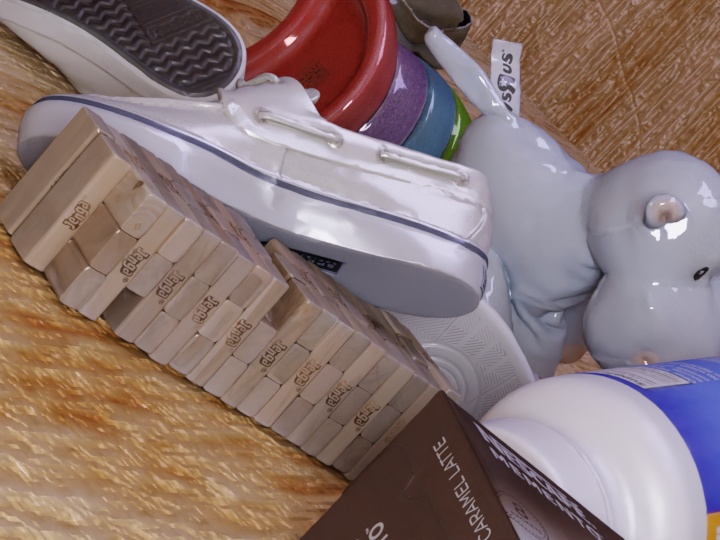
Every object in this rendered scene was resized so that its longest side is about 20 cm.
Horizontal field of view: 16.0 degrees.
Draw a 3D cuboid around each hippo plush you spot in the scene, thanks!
[{"bbox_3d":[0.131,-0.015,1.318,0.160,0.201,0.159,7,3,33],"label":"hippo plush"}]

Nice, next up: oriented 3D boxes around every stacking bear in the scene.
[{"bbox_3d":[0.022,-0.053,1.427,0.200,0.121,0.114,46,4,-38],"label":"stacking bear"}]

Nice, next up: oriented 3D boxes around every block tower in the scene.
[{"bbox_3d":[-0.047,0.016,0.986,0.200,0.058,0.054,33,14,-42],"label":"block tower"}]

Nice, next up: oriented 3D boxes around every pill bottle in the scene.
[{"bbox_3d":[0.107,0.095,1.026,0.200,0.112,0.112,-4,46,-52],"label":"pill bottle"}]

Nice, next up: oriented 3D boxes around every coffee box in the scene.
[{"bbox_3d":[0.081,0.147,0.880,0.200,0.080,0.114,40,10,-27],"label":"coffee box"}]

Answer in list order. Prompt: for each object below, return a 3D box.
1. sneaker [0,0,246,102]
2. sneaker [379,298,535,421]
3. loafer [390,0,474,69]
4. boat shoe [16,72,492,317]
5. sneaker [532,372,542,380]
[{"bbox_3d":[-0.142,-0.124,1.208,0.200,0.073,0.085,40,-22,12],"label":"sneaker"},{"bbox_3d":[0.000,0.000,1.184,0.200,0.073,0.112,40,12,-18],"label":"sneaker"},{"bbox_3d":[0.055,-0.253,2.486,0.075,0.070,0.200,47,10,18],"label":"loafer"},{"bbox_3d":[-0.038,-0.043,1.033,0.199,0.070,0.071,16,-25,-11],"label":"boat shoe"},{"bbox_3d":[0.116,0.074,1.230,0.200,0.113,0.071,43,9,-6],"label":"sneaker"}]
